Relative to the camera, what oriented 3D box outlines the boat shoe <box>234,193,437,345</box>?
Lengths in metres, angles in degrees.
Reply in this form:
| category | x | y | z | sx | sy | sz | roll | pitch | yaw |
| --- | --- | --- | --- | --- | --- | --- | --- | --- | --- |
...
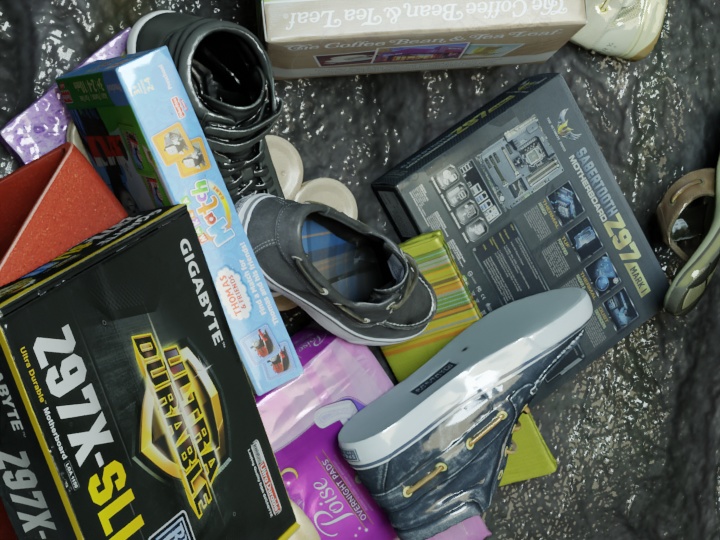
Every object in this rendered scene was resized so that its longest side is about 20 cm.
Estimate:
| category | x | y | z | sx | sy | sz | roll | pitch | yaw |
| --- | --- | --- | --- | --- | --- | --- | --- | --- | --- |
| boat shoe | 0.000 | 0.000 | 0.942 | 0.200 | 0.066 | 0.070 | 33 | 66 | -48 |

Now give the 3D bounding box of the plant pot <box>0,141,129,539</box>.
| category | x | y | z | sx | sy | sz | roll | pitch | yaw |
| --- | --- | --- | --- | --- | --- | --- | --- | --- | --- |
| plant pot | -0.199 | 0.081 | 0.853 | 0.176 | 0.200 | 0.200 | 45 | 45 | -27 |

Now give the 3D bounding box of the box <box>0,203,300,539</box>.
| category | x | y | z | sx | sy | sz | roll | pitch | yaw |
| --- | --- | --- | --- | --- | --- | --- | --- | --- | --- |
| box | -0.118 | 0.085 | 0.771 | 0.160 | 0.049 | 0.200 | -35 | 112 | -53 |

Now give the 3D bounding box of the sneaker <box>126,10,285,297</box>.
| category | x | y | z | sx | sy | sz | roll | pitch | yaw |
| --- | --- | --- | --- | --- | --- | --- | --- | --- | --- |
| sneaker | -0.079 | -0.069 | 0.924 | 0.071 | 0.099 | 0.200 | -29 | 107 | -22 |

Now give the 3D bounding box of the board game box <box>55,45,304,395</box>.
| category | x | y | z | sx | sy | sz | roll | pitch | yaw |
| --- | --- | --- | --- | --- | --- | --- | --- | --- | --- |
| board game box | -0.110 | -0.031 | 0.884 | 0.037 | 0.151 | 0.200 | -28 | 105 | -20 |

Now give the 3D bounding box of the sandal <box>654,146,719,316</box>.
| category | x | y | z | sx | sy | sz | roll | pitch | yaw |
| --- | --- | --- | --- | --- | --- | --- | --- | --- | --- |
| sandal | 0.254 | -0.047 | 1.123 | 0.057 | 0.080 | 0.201 | 17 | 54 | 8 |

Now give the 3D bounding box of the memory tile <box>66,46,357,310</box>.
| category | x | y | z | sx | sy | sz | roll | pitch | yaw |
| --- | --- | --- | --- | --- | --- | --- | --- | --- | --- |
| memory tile | -0.110 | -0.040 | 0.976 | 0.200 | 0.017 | 0.153 | 39 | 78 | -23 |

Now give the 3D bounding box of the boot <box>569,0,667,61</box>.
| category | x | y | z | sx | sy | sz | roll | pitch | yaw |
| --- | --- | --- | --- | --- | --- | --- | --- | --- | --- |
| boot | 0.153 | -0.262 | 1.077 | 0.154 | 0.072 | 0.200 | 7 | 91 | -21 |

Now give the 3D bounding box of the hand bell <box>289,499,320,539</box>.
| category | x | y | z | sx | sy | sz | roll | pitch | yaw |
| --- | --- | --- | --- | --- | --- | --- | --- | --- | --- |
| hand bell | -0.111 | 0.230 | 0.927 | 0.104 | 0.104 | 0.200 | 59 | 38 | -16 |

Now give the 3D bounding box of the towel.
| category | x | y | z | sx | sy | sz | roll | pitch | yaw |
| --- | --- | --- | --- | --- | --- | --- | --- | --- | --- |
| towel | 0.064 | 0.069 | 1.064 | 0.200 | 0.086 | 0.018 | 62 | 32 | -16 |

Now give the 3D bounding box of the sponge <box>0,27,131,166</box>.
| category | x | y | z | sx | sy | sz | roll | pitch | yaw |
| --- | --- | --- | --- | --- | --- | --- | --- | --- | --- |
| sponge | -0.136 | -0.047 | 0.988 | 0.112 | 0.030 | 0.200 | -42 | 108 | -15 |

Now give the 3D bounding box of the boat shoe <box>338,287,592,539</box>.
| category | x | y | z | sx | sy | sz | roll | pitch | yaw |
| --- | --- | --- | --- | --- | --- | --- | --- | --- | --- |
| boat shoe | 0.084 | 0.095 | 1.000 | 0.200 | 0.071 | 0.091 | -33 | 109 | -13 |

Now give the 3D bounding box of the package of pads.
| category | x | y | z | sx | sy | sz | roll | pitch | yaw |
| --- | --- | --- | --- | --- | --- | --- | --- | --- | --- |
| package of pads | -0.010 | 0.144 | 1.032 | 0.120 | 0.076 | 0.200 | -39 | 108 | -19 |

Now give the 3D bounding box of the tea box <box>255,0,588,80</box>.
| category | x | y | z | sx | sy | sz | roll | pitch | yaw |
| --- | --- | --- | --- | --- | --- | --- | --- | --- | --- |
| tea box | 0.028 | -0.233 | 0.951 | 0.200 | 0.134 | 0.197 | -3 | 87 | -5 |

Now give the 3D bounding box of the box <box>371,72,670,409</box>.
| category | x | y | z | sx | sy | sz | roll | pitch | yaw |
| --- | --- | --- | --- | --- | --- | --- | --- | --- | --- |
| box | 0.123 | -0.021 | 1.090 | 0.158 | 0.051 | 0.200 | -35 | 106 | -16 |
